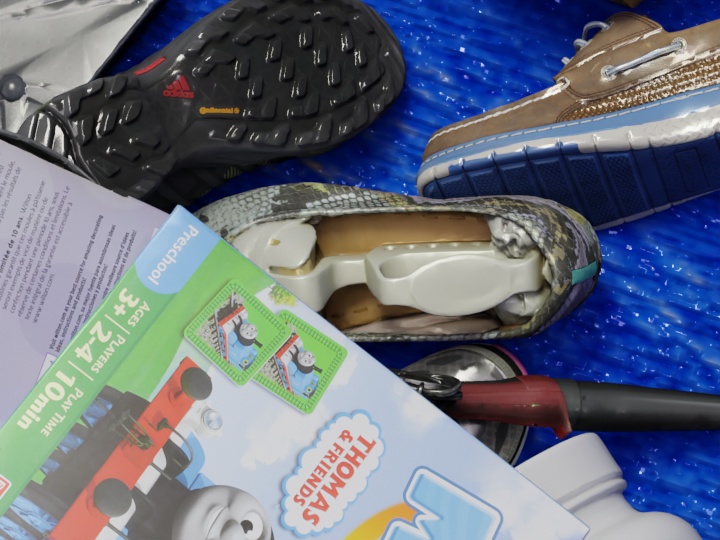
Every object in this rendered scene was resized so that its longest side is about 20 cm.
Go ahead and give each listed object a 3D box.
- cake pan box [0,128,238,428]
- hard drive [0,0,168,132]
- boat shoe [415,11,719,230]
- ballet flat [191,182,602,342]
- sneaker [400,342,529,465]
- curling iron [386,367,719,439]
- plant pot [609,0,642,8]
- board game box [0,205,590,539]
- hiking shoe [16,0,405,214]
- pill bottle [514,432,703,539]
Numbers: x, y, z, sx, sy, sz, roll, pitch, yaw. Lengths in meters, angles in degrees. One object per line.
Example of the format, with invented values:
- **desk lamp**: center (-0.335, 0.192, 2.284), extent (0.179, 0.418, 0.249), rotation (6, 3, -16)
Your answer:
- **cake pan box**: center (-0.161, 0.039, 1.021), extent (0.183, 0.052, 0.201), rotation (24, 74, -20)
- **hard drive**: center (-0.187, -0.145, 1.205), extent (0.200, 0.042, 0.135), rotation (37, 84, 12)
- **boat shoe**: center (0.120, -0.069, 1.153), extent (0.198, 0.072, 0.073), rotation (-10, 59, 7)
- **ballet flat**: center (0.000, 0.000, 1.129), extent (0.199, 0.072, 0.073), rotation (-2, 77, 12)
- **sneaker**: center (-0.010, 0.097, 1.112), extent (0.199, 0.087, 0.074), rotation (-35, 77, -5)
- **curling iron**: center (0.080, 0.058, 1.104), extent (0.199, 0.050, 0.026), rotation (6, 100, -25)
- **plant pot**: center (0.121, -0.222, 1.139), extent (0.186, 0.186, 0.201), rotation (29, 95, 11)
- **board game box**: center (-0.036, 0.096, 0.998), extent (0.200, 0.037, 0.152), rotation (38, 70, -1)
- **hiking shoe**: center (-0.075, -0.066, 1.159), extent (0.199, 0.101, 0.076), rotation (-21, 90, -29)
- **pill bottle**: center (0.112, 0.171, 1.073), extent (0.112, 0.112, 0.201), rotation (-31, 77, -2)
